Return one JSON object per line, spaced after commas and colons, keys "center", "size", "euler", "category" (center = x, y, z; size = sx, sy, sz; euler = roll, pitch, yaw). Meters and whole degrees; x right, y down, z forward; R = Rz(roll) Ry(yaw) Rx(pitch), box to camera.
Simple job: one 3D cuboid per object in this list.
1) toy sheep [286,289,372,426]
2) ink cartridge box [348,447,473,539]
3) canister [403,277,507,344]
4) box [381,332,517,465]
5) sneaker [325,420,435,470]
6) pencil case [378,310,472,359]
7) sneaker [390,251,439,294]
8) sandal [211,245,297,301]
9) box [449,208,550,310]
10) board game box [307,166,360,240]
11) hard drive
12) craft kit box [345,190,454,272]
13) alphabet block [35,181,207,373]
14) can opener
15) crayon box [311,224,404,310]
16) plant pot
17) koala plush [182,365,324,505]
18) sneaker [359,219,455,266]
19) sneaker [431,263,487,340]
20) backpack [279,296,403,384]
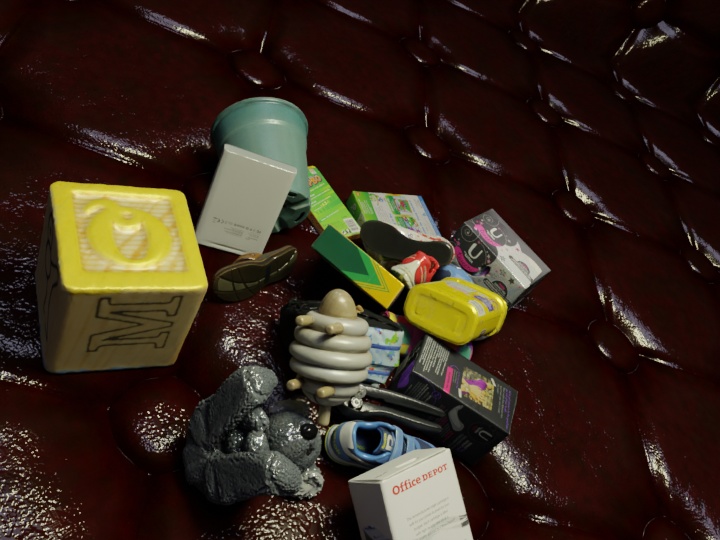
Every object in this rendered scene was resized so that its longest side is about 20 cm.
{"center": [-0.046, 0.127, 0.976], "size": [0.136, 0.203, 0.138], "euler": [12, 5, -1], "category": "toy sheep"}
{"center": [0.081, 0.377, 0.962], "size": [0.145, 0.085, 0.203], "euler": [-10, 83, -40], "category": "ink cartridge box"}
{"center": [0.178, 0.073, 1.245], "size": [0.147, 0.088, 0.199], "euler": [24, 11, 23], "category": "canister"}
{"center": [0.158, 0.227, 1.179], "size": [0.199, 0.123, 0.106], "euler": [34, 40, -2], "category": "box"}
{"center": [0.046, 0.287, 1.062], "size": [0.198, 0.082, 0.075], "euler": [16, 57, -19], "category": "sneaker"}
{"center": [0.113, 0.137, 1.267], "size": [0.197, 0.089, 0.089], "euler": [15, 45, -19], "category": "pencil case"}
{"center": [0.119, 0.013, 1.308], "size": [0.077, 0.085, 0.200], "euler": [50, 0, 14], "category": "sneaker"}
{"center": [-0.194, -0.006, 1.201], "size": [0.054, 0.083, 0.199], "euler": [33, 40, 24], "category": "sandal"}
{"center": [0.304, -0.021, 1.511], "size": [0.131, 0.115, 0.200], "euler": [-25, 68, -45], "category": "box"}
{"center": [-0.085, -0.143, 1.435], "size": [0.095, 0.030, 0.201], "euler": [-16, 65, -42], "category": "board game box"}
{"center": [-0.210, -0.118, 1.196], "size": [0.130, 0.201, 0.027], "euler": [15, 35, -20], "category": "hard drive"}
{"center": [0.087, -0.085, 1.484], "size": [0.195, 0.049, 0.202], "euler": [3, 50, -35], "category": "craft kit box"}
{"center": [-0.357, 0.013, 0.979], "size": [0.194, 0.201, 0.197], "euler": [-1, 53, -34], "category": "alphabet block"}
{"center": [0.046, 0.225, 1.108], "size": [0.197, 0.079, 0.064], "euler": [11, 72, -4], "category": "can opener"}
{"center": [0.000, 0.000, 1.249], "size": [0.172, 0.058, 0.200], "euler": [41, -1, 5], "category": "crayon box"}
{"center": [-0.183, -0.194, 1.306], "size": [0.198, 0.200, 0.198], "euler": [4, 57, -31], "category": "plant pot"}
{"center": [-0.133, 0.250, 0.966], "size": [0.199, 0.183, 0.179], "euler": [14, 51, -52], "category": "koala plush"}
{"center": [0.101, -0.054, 1.392], "size": [0.199, 0.068, 0.108], "euler": [16, 6, 12], "category": "sneaker"}
{"center": [0.208, 0.064, 1.403], "size": [0.082, 0.074, 0.200], "euler": [-27, 69, -43], "category": "sneaker"}
{"center": [-0.024, 0.119, 1.138], "size": [0.197, 0.163, 0.156], "euler": [-4, 94, -23], "category": "backpack"}
